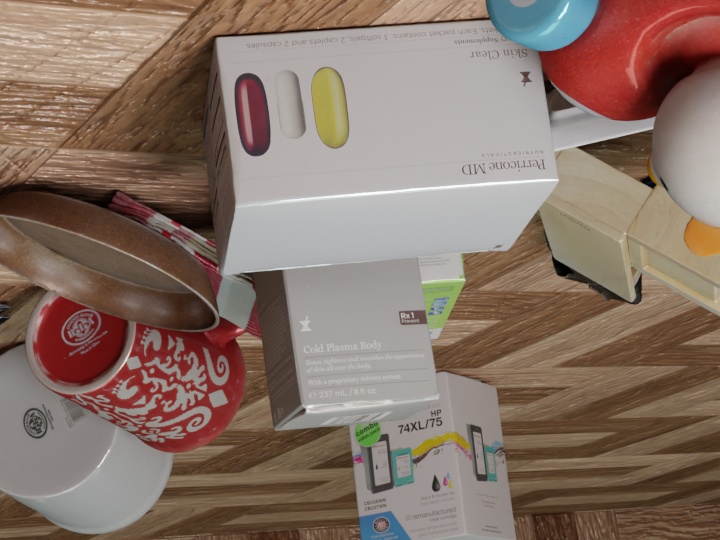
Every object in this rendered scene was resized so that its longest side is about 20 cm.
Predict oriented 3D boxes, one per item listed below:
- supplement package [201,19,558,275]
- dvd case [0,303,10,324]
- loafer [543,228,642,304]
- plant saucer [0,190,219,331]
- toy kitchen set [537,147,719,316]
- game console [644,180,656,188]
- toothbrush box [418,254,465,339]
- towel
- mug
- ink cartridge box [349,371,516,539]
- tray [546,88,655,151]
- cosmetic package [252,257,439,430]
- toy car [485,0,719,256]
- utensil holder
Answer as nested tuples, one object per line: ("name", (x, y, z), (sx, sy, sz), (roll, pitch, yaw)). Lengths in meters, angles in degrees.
("supplement package", (0.007, -0.076, 1.143), (0.200, 0.111, 0.156), (-6, 165, -9))
("dvd case", (-0.433, 0.051, 1.592), (0.200, 0.016, 0.149), (5, 160, -37))
("loafer", (0.202, -0.020, 1.557), (0.071, 0.073, 0.200), (-2, 162, 17))
("plant saucer", (-0.193, -0.010, 1.322), (0.200, 0.035, 0.200), (17, 163, 5))
("toy kitchen set", (0.218, -0.082, 1.304), (0.200, 0.181, 0.163), (30, 171, 17))
("game console", (0.349, -0.031, 1.470), (0.200, 0.119, 0.171), (2, 162, -31))
("toothbrush box", (0.000, 0.000, 1.472), (0.145, 0.086, 0.200), (-4, 164, -5))
("towel", (-0.109, 0.014, 1.390), (0.200, 0.023, 0.144), (28, 163, 0))
("mug", (-0.194, 0.060, 1.606), (0.133, 0.178, 0.200), (26, 176, 26))
("ink cartridge box", (0.086, 0.242, 2.210), (0.147, 0.200, 0.146), (-15, 162, 27))
("tray", (0.206, -0.122, 1.169), (0.200, 0.022, 0.107), (-12, -158, 16))
("cosmetic package", (-0.017, 0.008, 1.277), (0.107, 0.200, 0.090), (-5, 167, -19))
("toy car", (0.190, -0.089, 1.006), (0.177, 0.200, 0.184), (-18, 162, 35))
("utensil holder", (-0.294, 0.169, 1.812), (0.170, 0.170, 0.200), (-9, 163, 6))
